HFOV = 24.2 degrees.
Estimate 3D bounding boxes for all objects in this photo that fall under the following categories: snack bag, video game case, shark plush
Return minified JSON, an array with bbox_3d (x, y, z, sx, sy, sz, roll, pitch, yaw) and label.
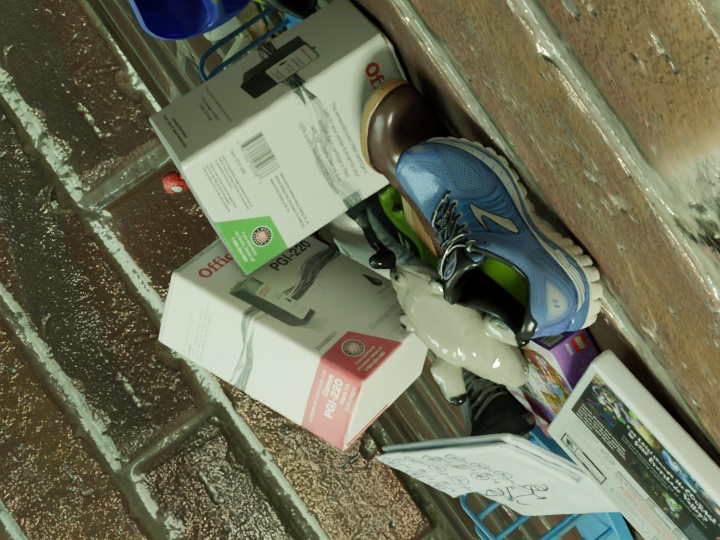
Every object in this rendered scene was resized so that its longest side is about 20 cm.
[{"bbox_3d":[0.144,0.198,1.574,0.199,0.022,0.188,27,156,-31],"label":"snack bag"},{"bbox_3d":[0.237,0.168,1.327,0.200,0.023,0.182,48,162,13],"label":"video game case"},{"bbox_3d":[0.063,0.034,1.443,0.200,0.091,0.083,36,-160,7],"label":"shark plush"}]

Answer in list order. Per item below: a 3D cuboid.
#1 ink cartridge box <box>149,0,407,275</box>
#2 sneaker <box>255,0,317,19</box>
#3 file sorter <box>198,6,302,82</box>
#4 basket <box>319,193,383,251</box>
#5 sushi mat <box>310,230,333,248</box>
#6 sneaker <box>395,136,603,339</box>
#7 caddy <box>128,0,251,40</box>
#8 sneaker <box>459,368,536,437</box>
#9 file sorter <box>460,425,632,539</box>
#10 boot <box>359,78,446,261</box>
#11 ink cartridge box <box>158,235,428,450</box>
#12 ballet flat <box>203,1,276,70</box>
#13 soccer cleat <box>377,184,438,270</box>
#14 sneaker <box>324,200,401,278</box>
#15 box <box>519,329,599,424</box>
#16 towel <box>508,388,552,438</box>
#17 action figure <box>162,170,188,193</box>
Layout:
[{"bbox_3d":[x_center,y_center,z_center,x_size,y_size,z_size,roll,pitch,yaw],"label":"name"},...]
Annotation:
[{"bbox_3d":[-0.054,-0.114,1.418,0.083,0.199,0.147,53,173,45],"label":"ink cartridge box"},{"bbox_3d":[-0.086,-0.288,1.400,0.081,0.074,0.200,40,172,39],"label":"sneaker"},{"bbox_3d":[-0.068,-0.152,1.633,0.139,0.122,0.200,54,173,15],"label":"file sorter"},{"bbox_3d":[-0.041,-0.013,1.754,0.136,0.200,0.180,52,175,9],"label":"basket"},{"bbox_3d":[-0.086,-0.067,1.611,0.096,0.012,0.200,54,169,-21],"label":"sushi mat"},{"bbox_3d":[0.088,-0.025,1.253,0.200,0.089,0.079,46,139,29],"label":"sneaker"},{"bbox_3d":[-0.157,-0.290,1.519,0.105,0.141,0.200,55,174,24],"label":"caddy"},{"bbox_3d":[0.111,0.118,1.642,0.116,0.075,0.200,60,180,2],"label":"sneaker"},{"bbox_3d":[0.210,0.294,1.783,0.139,0.122,0.200,44,166,50],"label":"file sorter"},{"bbox_3d":[0.088,-0.058,1.363,0.166,0.072,0.200,35,160,35],"label":"boot"},{"bbox_3d":[-0.054,0.046,1.472,0.199,0.146,0.085,27,127,18],"label":"ink cartridge box"},{"bbox_3d":[-0.119,-0.241,1.752,0.200,0.072,0.068,60,171,-30],"label":"ballet flat"},{"bbox_3d":[0.075,-0.010,1.545,0.081,0.067,0.201,38,-154,-59],"label":"soccer cleat"},{"bbox_3d":[0.000,0.000,1.626,0.200,0.116,0.074,26,-157,-54],"label":"sneaker"},{"bbox_3d":[0.174,0.091,1.486,0.137,0.039,0.200,58,172,-19],"label":"box"},{"bbox_3d":[0.132,0.079,1.738,0.200,0.030,0.146,57,172,-12],"label":"towel"},{"bbox_3d":[-0.108,-0.109,1.755,0.065,0.199,0.052,-121,24,-68],"label":"action figure"}]
